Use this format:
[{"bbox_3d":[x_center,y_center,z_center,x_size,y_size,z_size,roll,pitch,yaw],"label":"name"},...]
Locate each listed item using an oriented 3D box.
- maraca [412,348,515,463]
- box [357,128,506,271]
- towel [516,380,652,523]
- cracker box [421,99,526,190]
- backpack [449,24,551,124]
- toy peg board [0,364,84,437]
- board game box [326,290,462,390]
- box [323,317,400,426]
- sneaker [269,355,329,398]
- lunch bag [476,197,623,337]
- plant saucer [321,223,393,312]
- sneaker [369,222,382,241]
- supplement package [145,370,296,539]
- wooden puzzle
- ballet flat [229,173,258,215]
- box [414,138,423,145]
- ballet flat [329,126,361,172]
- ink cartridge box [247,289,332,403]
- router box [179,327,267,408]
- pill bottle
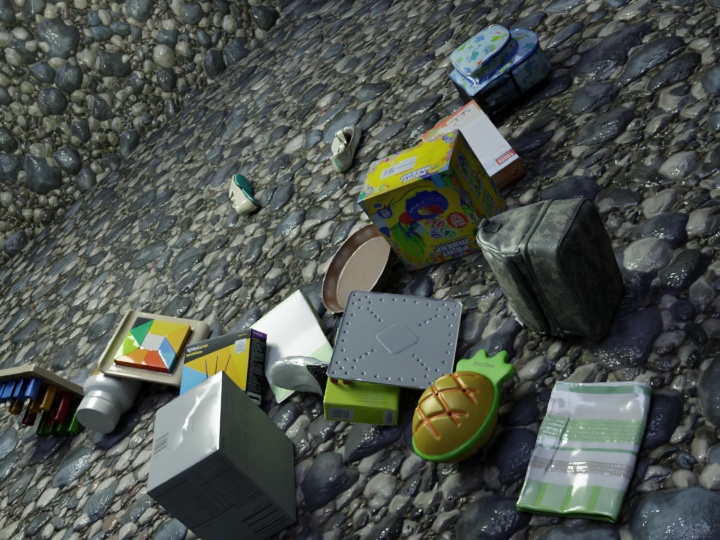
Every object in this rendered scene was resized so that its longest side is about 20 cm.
[{"bbox_3d":[0.149,0.194,1.281,0.137,0.107,0.200,3,49,50],"label":"maraca"},{"bbox_3d":[0.137,-0.127,1.648,0.199,0.193,0.122,-18,36,33],"label":"box"},{"bbox_3d":[0.292,0.229,1.154,0.149,0.031,0.201,-9,41,42],"label":"towel"},{"bbox_3d":[0.225,-0.234,1.772,0.134,0.058,0.201,-34,50,7],"label":"cracker box"},{"bbox_3d":[0.308,-0.452,1.952,0.199,0.147,0.183,-33,32,5],"label":"backpack"},{"bbox_3d":[-0.740,0.309,2.036,0.199,0.199,0.098,-13,54,38],"label":"toy peg board"},{"bbox_3d":[0.061,0.120,1.469,0.198,0.026,0.201,6,44,9],"label":"board game box"},{"bbox_3d":[0.011,0.166,1.479,0.121,0.048,0.201,4,40,5],"label":"box"},{"bbox_3d":[-0.073,0.187,1.576,0.199,0.072,0.072,6,16,37],"label":"sneaker"},{"bbox_3d":[0.279,0.000,1.319,0.167,0.200,0.140,2,46,44],"label":"lunch bag"},{"bbox_3d":[0.000,0.000,1.746,0.200,0.034,0.201,-35,37,32],"label":"plant saucer"},{"bbox_3d":[0.101,-0.122,1.808,0.200,0.074,0.084,-49,28,1],"label":"sneaker"},{"bbox_3d":[-0.221,0.316,1.432,0.147,0.200,0.192,-32,30,13],"label":"supplement package"},{"bbox_3d":[-0.455,0.166,1.950,0.199,0.037,0.186,11,45,7],"label":"wooden puzzle"},{"bbox_3d":[-0.328,-0.203,2.401,0.069,0.070,0.200,-36,30,4],"label":"ballet flat"},{"bbox_3d":[0.189,-0.250,1.913,0.136,0.038,0.201,-27,32,18],"label":"box"},{"bbox_3d":[-0.039,-0.326,2.246,0.067,0.062,0.201,-24,33,24],"label":"ballet flat"},{"bbox_3d":[-0.129,0.151,1.712,0.145,0.048,0.200,-37,51,4],"label":"ink cartridge box"},{"bbox_3d":[-0.271,0.206,1.727,0.199,0.051,0.150,-17,60,38],"label":"router box"},{"bbox_3d":[-0.549,0.255,1.963,0.114,0.115,0.201,-18,36,31],"label":"pill bottle"}]
